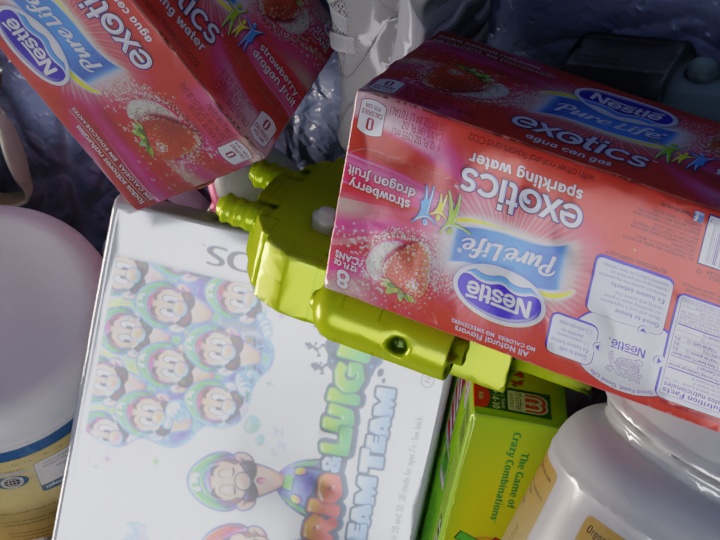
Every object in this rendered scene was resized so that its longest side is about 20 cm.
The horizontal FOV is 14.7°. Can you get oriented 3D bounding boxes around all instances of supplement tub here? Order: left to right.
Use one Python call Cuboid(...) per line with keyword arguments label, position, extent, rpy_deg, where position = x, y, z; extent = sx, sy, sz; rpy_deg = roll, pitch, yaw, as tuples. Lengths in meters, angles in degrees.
Cuboid(label="supplement tub", position=(-0.186, 0.074, 1.511), extent=(0.144, 0.145, 0.200), rpy_deg=(17, 151, 16))
Cuboid(label="supplement tub", position=(0.129, 0.150, 1.263), extent=(0.144, 0.144, 0.201), rpy_deg=(28, 104, 4))

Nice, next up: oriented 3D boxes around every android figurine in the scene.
Cuboid(label="android figurine", position=(0.030, -0.004, 1.319), extent=(0.199, 0.182, 0.041), rpy_deg=(22, 119, 12))

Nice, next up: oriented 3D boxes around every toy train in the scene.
Cuboid(label="toy train", position=(0.172, -0.043, 1.269), extent=(0.199, 0.085, 0.115), rpy_deg=(9, 126, 24))

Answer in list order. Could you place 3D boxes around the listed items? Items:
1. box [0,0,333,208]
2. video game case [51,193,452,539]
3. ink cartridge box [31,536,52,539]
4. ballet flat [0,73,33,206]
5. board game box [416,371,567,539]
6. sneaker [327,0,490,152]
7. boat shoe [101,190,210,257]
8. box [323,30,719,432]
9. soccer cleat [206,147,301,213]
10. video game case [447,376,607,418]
Cuboid(label="box", position=(-0.115, -0.141, 1.316), extent=(0.095, 0.100, 0.200), rpy_deg=(-19, 120, 42))
Cuboid(label="video game case", position=(-0.052, 0.077, 1.395), extent=(0.181, 0.024, 0.201), rpy_deg=(13, 107, 2))
Cuboid(label="ink cartridge box", position=(-0.166, 0.200, 1.497), extent=(0.198, 0.085, 0.145), rpy_deg=(-10, 161, -7))
Cuboid(label="ballet flat", position=(-0.214, -0.036, 1.531), extent=(0.071, 0.069, 0.201), rpy_deg=(5, 136, 1))
Cuboid(label="board game box", position=(0.056, 0.129, 1.383), extent=(0.047, 0.102, 0.201), rpy_deg=(11, 120, -4))
Cuboid(label="sneaker", position=(0.013, -0.136, 1.292), extent=(0.082, 0.075, 0.201), rpy_deg=(31, 135, 22))
Cuboid(label="boat shoe", position=(-0.080, 0.044, 1.519), extent=(0.073, 0.066, 0.200), rpy_deg=(-13, 123, 39))
Cuboid(label="box", position=(0.095, -0.020, 1.217), extent=(0.199, 0.095, 0.100), rpy_deg=(19, 117, 18))
Cuboid(label="soccer cleat", position=(0.000, 0.000, 1.434), extent=(0.086, 0.070, 0.200), rpy_deg=(-17, 126, 29))
Cuboid(label="video game case", position=(0.064, 0.095, 1.434), extent=(0.198, 0.023, 0.183), rpy_deg=(-9, 119, 8))
